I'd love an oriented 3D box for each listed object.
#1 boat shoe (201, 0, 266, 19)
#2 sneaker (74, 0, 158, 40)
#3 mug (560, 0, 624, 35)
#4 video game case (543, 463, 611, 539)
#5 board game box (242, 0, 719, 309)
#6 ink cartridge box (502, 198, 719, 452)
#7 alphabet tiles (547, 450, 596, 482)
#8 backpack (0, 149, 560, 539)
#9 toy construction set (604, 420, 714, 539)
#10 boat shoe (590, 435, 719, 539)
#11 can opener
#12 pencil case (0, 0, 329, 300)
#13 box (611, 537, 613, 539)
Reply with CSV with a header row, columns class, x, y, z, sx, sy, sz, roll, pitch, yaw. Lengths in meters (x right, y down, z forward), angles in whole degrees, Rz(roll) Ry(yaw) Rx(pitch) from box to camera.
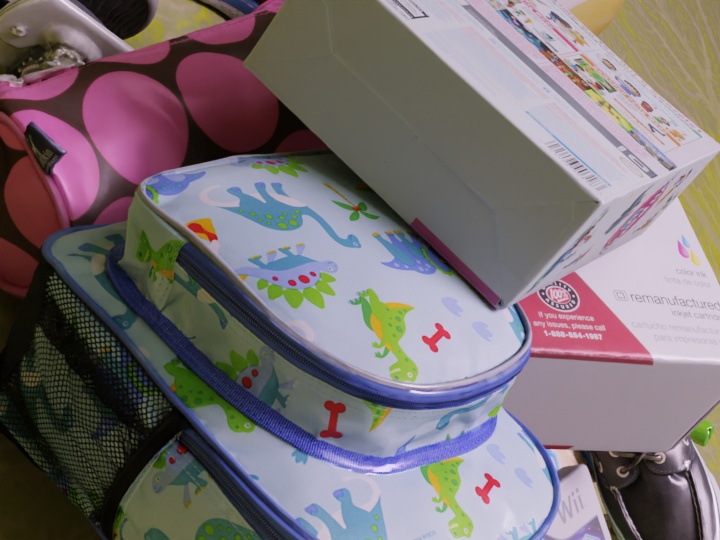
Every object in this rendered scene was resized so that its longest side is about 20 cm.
class,x,y,z,sx,sy,sz,roll,pitch,yaw
boat shoe,-0.066,-0.191,0.873,0.199,0.072,0.073,32,40,-40
sneaker,-0.170,-0.207,0.727,0.200,0.074,0.107,45,35,-42
mug,0.111,-0.193,1.083,0.187,0.149,0.153,52,38,-2
video game case,0.106,0.217,0.766,0.143,0.018,0.202,-24,96,-49
board game box,0.062,-0.070,0.657,0.148,0.064,0.200,45,26,12
ink cartridge box,0.089,-0.014,0.773,0.145,0.083,0.201,5,50,-29
alphabet tiles,0.092,0.047,0.883,0.200,0.014,0.197,49,25,-49
backpack,-0.021,0.055,0.585,0.200,0.147,0.182,48,33,23
toy construction set,0.192,0.099,0.998,0.091,0.132,0.200,16,39,10
boat shoe,0.159,0.093,0.897,0.057,0.068,0.202,27,43,-67
can opener,-0.099,-0.080,0.746,0.200,0.052,0.067,37,37,-35
pencil case,-0.080,-0.062,0.668,0.199,0.090,0.094,-26,90,-43
box,0.078,0.174,0.815,0.200,0.036,0.145,38,37,-37
